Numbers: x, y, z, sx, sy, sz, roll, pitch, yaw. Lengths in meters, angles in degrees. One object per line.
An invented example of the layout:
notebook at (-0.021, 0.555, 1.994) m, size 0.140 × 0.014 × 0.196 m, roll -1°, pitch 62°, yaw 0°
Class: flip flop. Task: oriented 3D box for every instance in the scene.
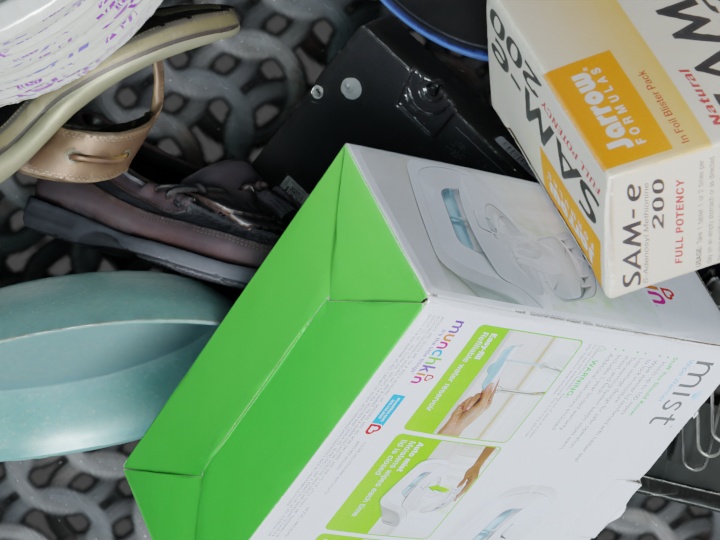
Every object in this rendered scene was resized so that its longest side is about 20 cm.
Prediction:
flip flop at (-0.136, -0.056, 1.177) m, size 0.200 × 0.081 × 0.058 m, roll -38°, pitch 108°, yaw -13°

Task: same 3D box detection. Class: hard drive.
hard drive at (0.000, 0.000, 1.225) m, size 0.140 × 0.038 × 0.200 m, roll 43°, pitch 117°, yaw 8°

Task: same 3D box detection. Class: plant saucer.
plant saucer at (-0.133, 0.041, 1.184) m, size 0.200 × 0.200 × 0.036 m, roll -11°, pitch 72°, yaw 1°

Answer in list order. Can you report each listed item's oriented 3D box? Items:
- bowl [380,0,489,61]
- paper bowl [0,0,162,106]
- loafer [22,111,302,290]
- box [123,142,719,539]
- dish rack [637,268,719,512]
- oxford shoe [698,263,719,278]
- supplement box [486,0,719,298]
bowl at (0.070, -0.185, 1.166) m, size 0.200 × 0.039 × 0.201 m, roll 9°, pitch 110°, yaw 25°
paper bowl at (-0.165, -0.163, 1.145) m, size 0.200 × 0.104 × 0.201 m, roll -4°, pitch 69°, yaw 11°
loafer at (-0.076, -0.030, 1.192) m, size 0.072 × 0.200 × 0.063 m, roll 15°, pitch 89°, yaw -48°
box at (0.030, 0.061, 1.126) m, size 0.176 × 0.097 × 0.200 m, roll 8°, pitch 130°, yaw -37°
dish rack at (0.198, 0.062, 1.217) m, size 0.153 × 0.200 × 0.055 m, roll 13°, pitch 68°, yaw -6°
oxford shoe at (0.179, 0.018, 1.262) m, size 0.200 × 0.074 × 0.071 m, roll 40°, pitch 101°, yaw -24°
supplement box at (0.167, -0.082, 1.097) m, size 0.200 × 0.126 × 0.074 m, roll -18°, pitch 138°, yaw -12°
